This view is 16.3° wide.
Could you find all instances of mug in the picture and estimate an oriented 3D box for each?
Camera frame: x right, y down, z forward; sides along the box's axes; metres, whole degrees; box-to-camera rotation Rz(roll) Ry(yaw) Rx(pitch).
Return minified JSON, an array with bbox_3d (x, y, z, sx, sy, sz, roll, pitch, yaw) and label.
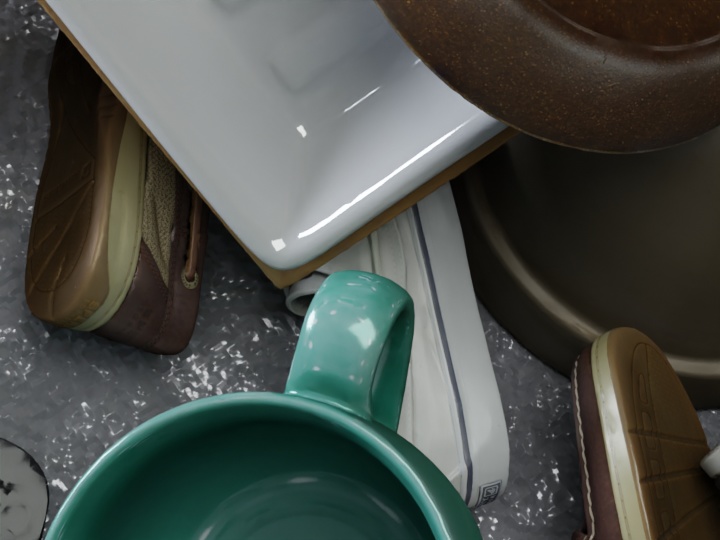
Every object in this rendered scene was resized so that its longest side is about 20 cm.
[{"bbox_3d":[-0.016,0.111,0.883,0.185,0.114,0.152,-40,78,4],"label":"mug"}]

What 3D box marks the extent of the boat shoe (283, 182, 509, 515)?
[{"bbox_3d":[0.000,0.000,0.975,0.065,0.072,0.201,-10,81,-19],"label":"boat shoe"}]

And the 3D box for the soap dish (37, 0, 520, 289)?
[{"bbox_3d":[-0.027,-0.114,0.889,0.157,0.081,0.200,-34,105,20],"label":"soap dish"}]

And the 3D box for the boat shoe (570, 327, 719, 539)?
[{"bbox_3d":[0.098,0.124,0.942,0.072,0.072,0.201,-14,84,30],"label":"boat shoe"}]

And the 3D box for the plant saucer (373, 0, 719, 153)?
[{"bbox_3d":[0.080,-0.139,0.840,0.200,0.034,0.201,7,74,-28],"label":"plant saucer"}]

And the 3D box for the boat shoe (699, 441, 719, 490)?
[{"bbox_3d":[0.213,0.041,0.961,0.200,0.067,0.057,-35,85,-25],"label":"boat shoe"}]

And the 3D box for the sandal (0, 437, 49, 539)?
[{"bbox_3d":[-0.160,0.152,0.899,0.076,0.043,0.201,9,69,-8],"label":"sandal"}]

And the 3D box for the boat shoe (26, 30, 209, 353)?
[{"bbox_3d":[-0.076,-0.062,0.982,0.072,0.072,0.201,23,58,-30],"label":"boat shoe"}]

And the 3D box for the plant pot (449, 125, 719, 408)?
[{"bbox_3d":[0.143,-0.065,0.968,0.199,0.174,0.201,4,70,-10],"label":"plant pot"}]
